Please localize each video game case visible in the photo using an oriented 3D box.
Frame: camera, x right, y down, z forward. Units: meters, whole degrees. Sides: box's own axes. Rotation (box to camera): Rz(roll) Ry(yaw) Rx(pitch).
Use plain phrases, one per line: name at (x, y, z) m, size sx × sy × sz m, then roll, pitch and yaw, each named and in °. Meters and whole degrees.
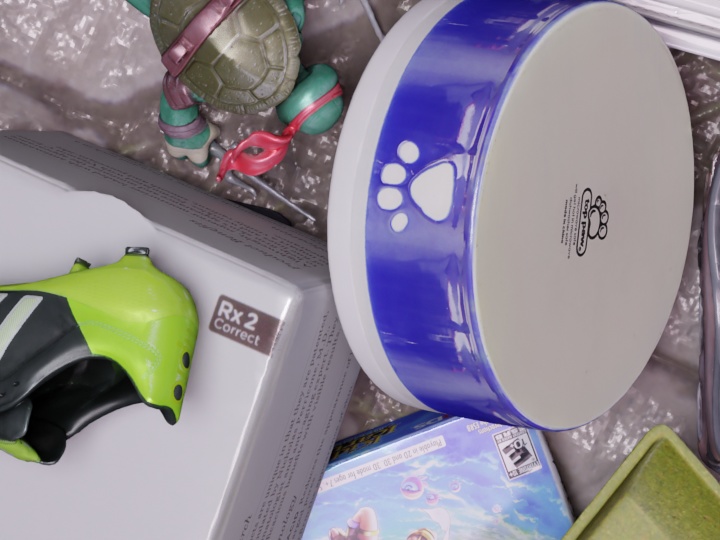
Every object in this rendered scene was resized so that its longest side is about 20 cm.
video game case at (0.022, 0.174, 1.210) m, size 0.199 × 0.045 × 0.182 m, roll -21°, pitch 101°, yaw 4°

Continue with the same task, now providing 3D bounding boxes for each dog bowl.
dog bowl at (0.074, -0.029, 1.091) m, size 0.078 × 0.200 × 0.201 m, roll 10°, pitch 103°, yaw 36°

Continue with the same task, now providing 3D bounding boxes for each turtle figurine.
turtle figurine at (-0.061, -0.125, 1.133) m, size 0.150 × 0.101 × 0.200 m, roll -43°, pitch 92°, yaw 7°

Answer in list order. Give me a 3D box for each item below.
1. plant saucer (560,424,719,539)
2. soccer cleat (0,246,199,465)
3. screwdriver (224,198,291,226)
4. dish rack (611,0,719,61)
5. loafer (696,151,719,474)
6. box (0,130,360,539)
plant saucer at (0.138, 0.213, 1.170) m, size 0.200 × 0.048 × 0.200 m, roll 48°, pitch 71°, yaw -17°
soccer cleat at (-0.163, 0.045, 1.018) m, size 0.199 × 0.068 × 0.081 m, roll -11°, pitch 58°, yaw 21°
screwdriver at (0.000, 0.000, 1.185) m, size 0.199 × 0.028 × 0.029 m, roll 19°, pitch 71°, yaw 0°
dish rack at (0.182, -0.188, 1.131) m, size 0.199 × 0.044 × 0.173 m, roll 15°, pitch 91°, yaw -2°
loafer at (0.191, 0.005, 1.169) m, size 0.071 × 0.063 × 0.201 m, roll 7°, pitch 83°, yaw -20°
box at (-0.119, 0.058, 1.115) m, size 0.198 × 0.131 × 0.201 m, roll 23°, pitch 100°, yaw 18°
